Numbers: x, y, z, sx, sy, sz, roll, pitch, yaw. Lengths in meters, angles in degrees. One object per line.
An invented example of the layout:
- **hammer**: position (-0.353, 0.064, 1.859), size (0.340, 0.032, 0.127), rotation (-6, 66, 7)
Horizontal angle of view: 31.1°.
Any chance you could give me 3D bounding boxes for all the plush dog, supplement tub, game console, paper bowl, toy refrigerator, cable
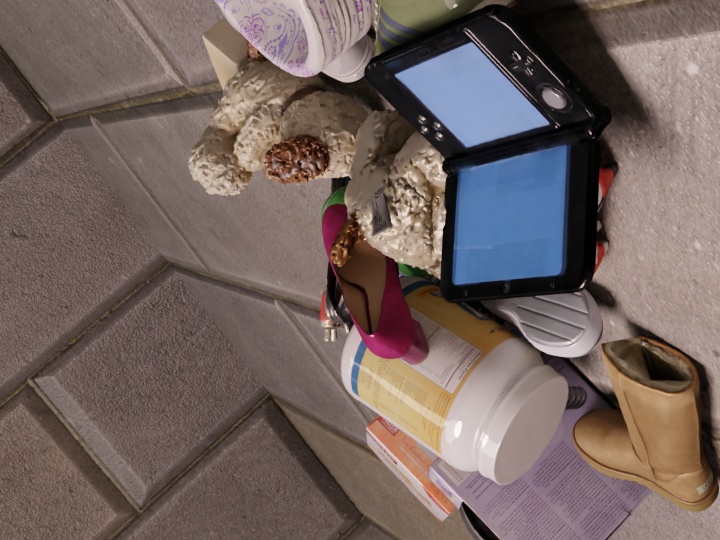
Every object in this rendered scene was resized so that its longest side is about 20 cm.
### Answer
- **plush dog**: position (-0.058, -0.151, 1.322), size (0.171, 0.199, 0.162), rotation (29, 126, 32)
- **supplement tub**: position (0.094, 0.110, 1.304), size (0.199, 0.145, 0.145), rotation (32, 159, 30)
- **plush dog**: position (0.073, -0.044, 1.200), size (0.171, 0.162, 0.200), rotation (30, 175, -27)
- **game console**: position (0.081, -0.078, 0.956), size (0.176, 0.117, 0.199), rotation (42, 158, -19)
- **paper bowl**: position (-0.064, -0.274, 1.090), size (0.201, 0.104, 0.201), rotation (46, 166, 15)
- **toy refrigerator**: position (-0.110, -0.208, 1.462), size (0.070, 0.076, 0.201), rotation (42, 165, 28)
- **cable**: position (-0.034, -0.014, 1.545), size (0.097, 0.050, 0.202), rotation (-17, -79, -71)

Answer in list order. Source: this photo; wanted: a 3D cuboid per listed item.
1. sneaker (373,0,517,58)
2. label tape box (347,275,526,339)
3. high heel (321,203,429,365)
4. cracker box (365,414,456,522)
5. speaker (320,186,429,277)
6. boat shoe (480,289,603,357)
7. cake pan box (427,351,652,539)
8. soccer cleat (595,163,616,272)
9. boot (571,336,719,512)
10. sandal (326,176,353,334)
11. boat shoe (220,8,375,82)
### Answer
- **sneaker**: position (0.045, -0.208, 1.009), size (0.090, 0.067, 0.200), rotation (52, 160, -9)
- **label tape box**: position (0.074, 0.066, 1.445), size (0.200, 0.144, 0.066), rotation (41, -168, 28)
- **high heel**: position (0.000, 0.000, 1.248), size (0.201, 0.067, 0.096), rotation (56, -167, 31)
- **cracker box**: position (0.070, 0.223, 1.509), size (0.134, 0.058, 0.200), rotation (45, 170, 11)
- **speaker**: position (0.028, -0.046, 1.426), size (0.089, 0.088, 0.200), rotation (55, 165, -23)
- **boat shoe**: position (0.185, 0.043, 1.251), size (0.062, 0.072, 0.200), rotation (36, 180, -23)
- **cake pan box**: position (0.196, 0.214, 1.358), size (0.184, 0.200, 0.052), rotation (42, 165, 16)
- **soccer cleat**: position (0.161, -0.030, 1.066), size (0.069, 0.085, 0.200), rotation (44, 165, 20)
- **boot**: position (0.260, 0.130, 1.233), size (0.174, 0.066, 0.201), rotation (21, 152, 38)
- **sandal**: position (-0.011, -0.005, 1.363), size (0.075, 0.047, 0.203), rotation (30, 125, 59)
- **boat shoe**: position (-0.073, -0.241, 1.232), size (0.200, 0.072, 0.068), rotation (41, -175, 33)
